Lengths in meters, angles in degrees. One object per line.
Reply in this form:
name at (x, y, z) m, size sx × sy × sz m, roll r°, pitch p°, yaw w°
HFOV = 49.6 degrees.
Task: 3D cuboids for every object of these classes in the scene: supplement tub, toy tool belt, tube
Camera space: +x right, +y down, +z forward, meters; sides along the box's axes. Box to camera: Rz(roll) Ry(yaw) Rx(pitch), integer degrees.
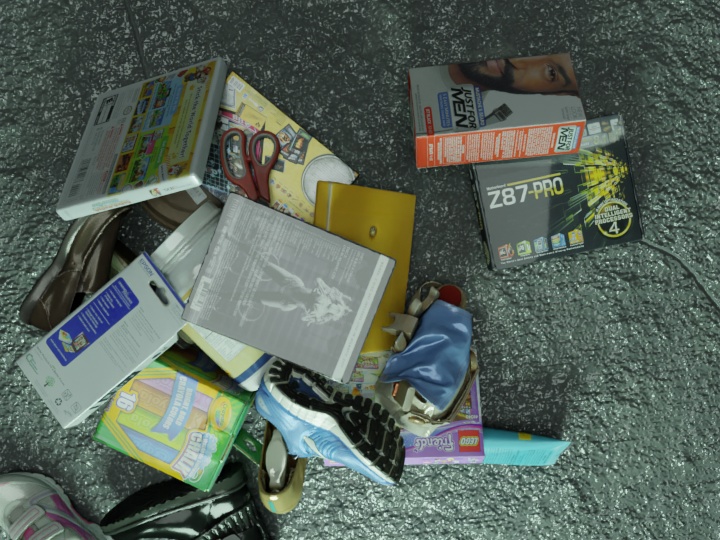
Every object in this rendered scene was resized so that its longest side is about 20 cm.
supplement tub at (-0.154, 0.029, 0.941) m, size 0.144 × 0.144 × 0.200 m, roll -44°, pitch 98°, yaw 3°
toy tool belt at (0.086, 0.088, 0.928) m, size 0.124 × 0.123 × 0.202 m, roll 19°, pitch 67°, yaw 10°
tube at (0.163, 0.226, 1.007) m, size 0.197 × 0.078 × 0.051 m, roll 7°, pitch 62°, yaw 1°

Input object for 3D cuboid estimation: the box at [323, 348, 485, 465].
box at (0.052, 0.172, 0.980) m, size 0.197 × 0.039 × 0.138 m, roll -1°, pitch 65°, yaw 1°

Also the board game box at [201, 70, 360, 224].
board game box at (-0.118, -0.128, 0.963) m, size 0.199 × 0.035 × 0.136 m, roll 39°, pitch 93°, yaw -3°

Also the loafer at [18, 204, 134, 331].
loafer at (-0.323, -0.006, 0.930) m, size 0.071 × 0.073 × 0.201 m, roll 35°, pitch 99°, yaw -3°

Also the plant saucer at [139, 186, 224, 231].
plant saucer at (-0.205, -0.143, 0.993) m, size 0.197 × 0.029 × 0.203 m, roll 0°, pitch 95°, yaw -1°

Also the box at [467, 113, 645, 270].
box at (0.244, -0.098, 0.988) m, size 0.197 × 0.049 × 0.163 m, roll -11°, pitch 90°, yaw 0°

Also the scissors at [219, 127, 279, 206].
scissors at (-0.122, -0.074, 0.923) m, size 0.072 × 0.014 × 0.203 m, roll -7°, pitch 83°, yaw -6°

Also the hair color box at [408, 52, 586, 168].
hair color box at (0.160, -0.195, 0.945) m, size 0.197 × 0.064 × 0.112 m, roll -5°, pitch 59°, yaw 1°

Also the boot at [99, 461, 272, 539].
boot at (-0.217, 0.354, 1.006) m, size 0.209 × 0.079 × 0.160 m, roll -17°, pitch 99°, yaw 5°

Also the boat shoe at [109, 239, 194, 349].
boat shoe at (-0.287, 0.031, 0.988) m, size 0.201 × 0.072 × 0.066 m, roll 45°, pitch 99°, yaw 2°

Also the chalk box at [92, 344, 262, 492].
chalk box at (-0.203, 0.180, 0.970) m, size 0.198 × 0.124 × 0.125 m, roll 25°, pitch 94°, yaw -3°

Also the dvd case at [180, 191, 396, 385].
dvd case at (-0.077, 0.020, 0.857) m, size 0.198 × 0.016 × 0.150 m, roll 22°, pitch 92°, yaw -5°

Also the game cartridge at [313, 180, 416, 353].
game cartridge at (0.000, 0.000, 0.943) m, size 0.032 × 0.175 × 0.203 m, roll 10°, pitch 95°, yaw 36°

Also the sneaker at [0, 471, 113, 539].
sneaker at (-0.402, 0.335, 0.998) m, size 0.199 × 0.088 × 0.082 m, roll 36°, pitch 93°, yaw -3°

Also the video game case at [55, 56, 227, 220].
video game case at (-0.250, -0.156, 0.908) m, size 0.180 × 0.202 × 0.023 m, roll -12°, pitch 139°, yaw 18°

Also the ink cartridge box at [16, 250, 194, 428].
ink cartridge box at (-0.284, 0.078, 0.887) m, size 0.199 × 0.039 × 0.100 m, roll -39°, pitch 83°, yaw 5°

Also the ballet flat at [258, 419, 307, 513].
ballet flat at (-0.086, 0.188, 0.947) m, size 0.068 × 0.063 × 0.202 m, roll -2°, pitch 62°, yaw 10°

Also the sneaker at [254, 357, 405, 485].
sneaker at (-0.036, 0.182, 0.895) m, size 0.199 × 0.079 × 0.089 m, roll 37°, pitch 131°, yaw -5°
